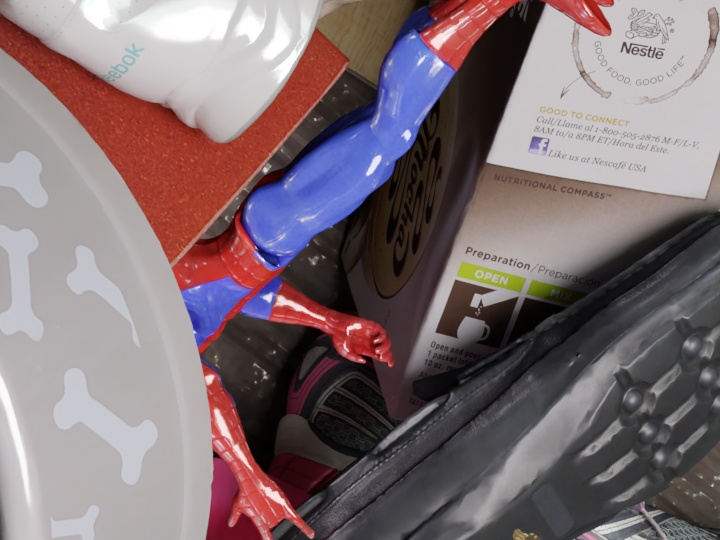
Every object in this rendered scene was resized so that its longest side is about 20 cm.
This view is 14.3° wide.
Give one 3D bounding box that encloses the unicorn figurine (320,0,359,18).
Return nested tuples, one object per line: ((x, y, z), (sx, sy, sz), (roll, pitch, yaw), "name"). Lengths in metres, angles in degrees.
((0.012, -0.152, 0.871), (0.074, 0.137, 0.201), (24, 51, -34), "unicorn figurine")

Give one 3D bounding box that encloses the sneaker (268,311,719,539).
((0.064, 0.074, 0.969), (0.199, 0.080, 0.075), (21, 76, -30), "sneaker")

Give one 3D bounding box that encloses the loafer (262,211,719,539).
((0.043, 0.048, 0.833), (0.200, 0.070, 0.068), (-41, 138, -9), "loafer")

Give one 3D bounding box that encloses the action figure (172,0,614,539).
((0.000, 0.000, 0.807), (0.199, 0.065, 0.099), (-36, 97, 14), "action figure")

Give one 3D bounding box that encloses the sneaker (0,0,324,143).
((-0.045, -0.134, 0.724), (0.080, 0.070, 0.202), (20, 57, -24), "sneaker")

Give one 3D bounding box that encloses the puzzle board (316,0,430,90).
((0.076, -0.133, 0.978), (0.150, 0.017, 0.201), (30, 83, -26), "puzzle board")

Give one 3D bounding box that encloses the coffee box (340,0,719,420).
((0.067, -0.058, 0.886), (0.079, 0.113, 0.201), (13, 115, -15), "coffee box")

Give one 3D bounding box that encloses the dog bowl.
((-0.133, 0.036, 0.633), (0.059, 0.199, 0.202), (-37, 119, -60), "dog bowl")

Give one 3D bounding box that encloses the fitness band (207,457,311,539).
((-0.016, 0.134, 0.848), (0.200, 0.038, 0.144), (40, 39, 9), "fitness band")

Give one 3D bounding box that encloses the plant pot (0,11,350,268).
((-0.154, -0.035, 0.752), (0.177, 0.200, 0.200), (50, 30, -8), "plant pot")
